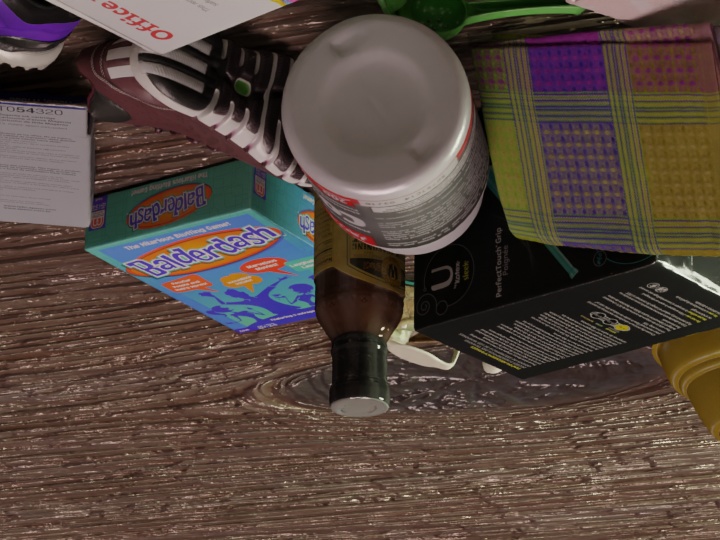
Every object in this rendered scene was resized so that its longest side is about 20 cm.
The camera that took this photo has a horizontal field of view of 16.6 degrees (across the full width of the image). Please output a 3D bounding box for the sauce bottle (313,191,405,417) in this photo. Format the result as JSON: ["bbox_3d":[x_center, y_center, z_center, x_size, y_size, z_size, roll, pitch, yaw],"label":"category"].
[{"bbox_3d":[0.000,0.000,1.672,0.065,0.200,0.065,-1,159,0],"label":"sauce bottle"}]

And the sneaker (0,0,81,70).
[{"bbox_3d":[-0.243,-0.183,1.424,0.200,0.070,0.099,11,150,-32],"label":"sneaker"}]

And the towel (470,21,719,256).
[{"bbox_3d":[0.159,-0.080,1.513,0.200,0.144,0.023,2,-161,44],"label":"towel"}]

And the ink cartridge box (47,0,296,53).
[{"bbox_3d":[-0.086,-0.203,1.330,0.200,0.085,0.144,-18,151,37],"label":"ink cartridge box"}]

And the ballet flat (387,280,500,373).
[{"bbox_3d":[0.086,0.050,1.968,0.200,0.065,0.071,5,158,-9],"label":"ballet flat"}]

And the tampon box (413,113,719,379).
[{"bbox_3d":[0.150,-0.031,1.653,0.200,0.150,0.126,-16,152,38],"label":"tampon box"}]

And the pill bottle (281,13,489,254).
[{"bbox_3d":[0.021,-0.077,1.533,0.114,0.114,0.200,-2,167,8],"label":"pill bottle"}]

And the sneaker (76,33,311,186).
[{"bbox_3d":[-0.104,-0.111,1.600,0.115,0.076,0.200,0,159,40],"label":"sneaker"}]

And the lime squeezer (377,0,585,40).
[{"bbox_3d":[0.038,-0.168,1.470,0.200,0.038,0.071,18,155,-31],"label":"lime squeezer"}]

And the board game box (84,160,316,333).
[{"bbox_3d":[-0.086,-0.015,1.845,0.152,0.045,0.200,-13,153,31],"label":"board game box"}]

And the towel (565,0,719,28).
[{"bbox_3d":[0.252,-0.176,1.448,0.200,0.032,0.191,15,153,-32],"label":"towel"}]

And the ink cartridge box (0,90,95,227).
[{"bbox_3d":[-0.279,-0.091,1.673,0.196,0.043,0.200,5,156,-5],"label":"ink cartridge box"}]

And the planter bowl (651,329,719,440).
[{"bbox_3d":[0.344,0.101,2.057,0.200,0.084,0.200,2,158,1],"label":"planter bowl"}]
